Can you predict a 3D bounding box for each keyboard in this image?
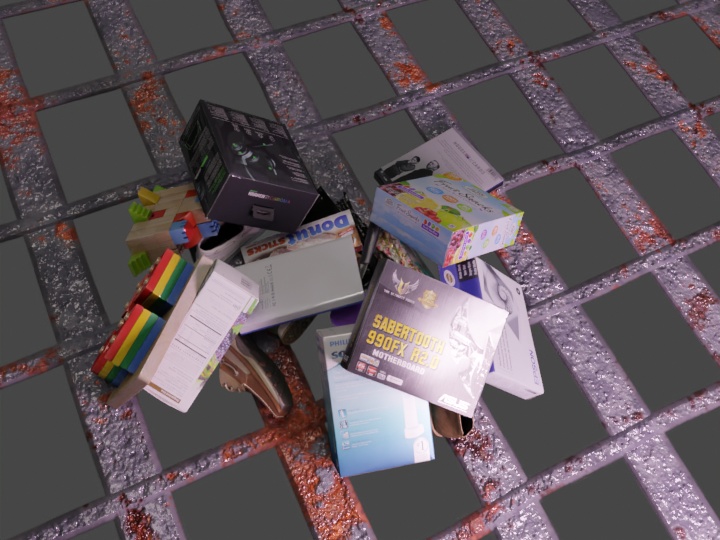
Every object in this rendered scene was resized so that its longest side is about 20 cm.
[{"bbox_3d":[-0.029,-0.055,1.363,0.103,0.040,0.201,-37,70,1],"label":"keyboard"}]

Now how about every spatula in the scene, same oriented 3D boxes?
[{"bbox_3d":[0.000,0.000,1.257,0.055,0.021,0.203,8,63,19],"label":"spatula"}]

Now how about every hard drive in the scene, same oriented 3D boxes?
[{"bbox_3d":[-0.098,0.021,1.225,0.196,0.026,0.133,-15,45,2],"label":"hard drive"}]

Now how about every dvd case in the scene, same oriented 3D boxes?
[{"bbox_3d":[0.144,-0.169,1.447,0.198,0.025,0.151,-31,68,-22],"label":"dvd case"}]

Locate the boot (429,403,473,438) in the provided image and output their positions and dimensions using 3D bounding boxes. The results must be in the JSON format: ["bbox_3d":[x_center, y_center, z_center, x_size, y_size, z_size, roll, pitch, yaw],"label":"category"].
[{"bbox_3d":[0.131,0.151,1.175,0.073,0.075,0.205,-13,98,-35],"label":"boot"}]

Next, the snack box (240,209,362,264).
[{"bbox_3d":[-0.099,-0.037,1.319,0.196,0.024,0.073,-19,66,-5],"label":"snack box"}]

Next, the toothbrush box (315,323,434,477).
[{"bbox_3d":[0.020,0.179,1.143,0.143,0.085,0.205,-9,95,-11],"label":"toothbrush box"}]

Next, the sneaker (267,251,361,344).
[{"bbox_3d":[-0.088,0.023,1.278,0.089,0.068,0.200,32,63,25],"label":"sneaker"}]

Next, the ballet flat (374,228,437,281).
[{"bbox_3d":[0.084,0.010,1.275,0.064,0.075,0.201,-40,62,8],"label":"ballet flat"}]

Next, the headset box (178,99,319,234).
[{"bbox_3d":[-0.181,-0.162,1.279,0.172,0.093,0.202,8,42,-40],"label":"headset box"}]

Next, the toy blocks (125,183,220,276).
[{"bbox_3d":[-0.288,-0.081,1.269,0.134,0.101,0.202,-11,33,11],"label":"toy blocks"}]

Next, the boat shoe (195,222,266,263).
[{"bbox_3d":[-0.208,-0.085,1.331,0.072,0.066,0.200,37,63,15],"label":"boat shoe"}]

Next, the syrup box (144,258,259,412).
[{"bbox_3d":[-0.231,0.093,1.138,0.081,0.079,0.202,32,98,-13],"label":"syrup box"}]

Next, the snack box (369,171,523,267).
[{"bbox_3d":[0.141,-0.089,1.279,0.168,0.069,0.198,34,32,33],"label":"snack box"}]

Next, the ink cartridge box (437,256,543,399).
[{"bbox_3d":[0.205,0.083,1.232,0.198,0.040,0.203,24,49,-42],"label":"ink cartridge box"}]

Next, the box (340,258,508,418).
[{"bbox_3d":[0.090,0.094,1.089,0.197,0.048,0.161,23,87,-14],"label":"box"}]

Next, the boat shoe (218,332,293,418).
[{"bbox_3d":[-0.180,0.150,1.204,0.074,0.076,0.201,-43,68,6],"label":"boat shoe"}]

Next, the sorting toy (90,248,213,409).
[{"bbox_3d":[-0.314,0.080,1.139,0.069,0.199,0.201,32,58,-16],"label":"sorting toy"}]
